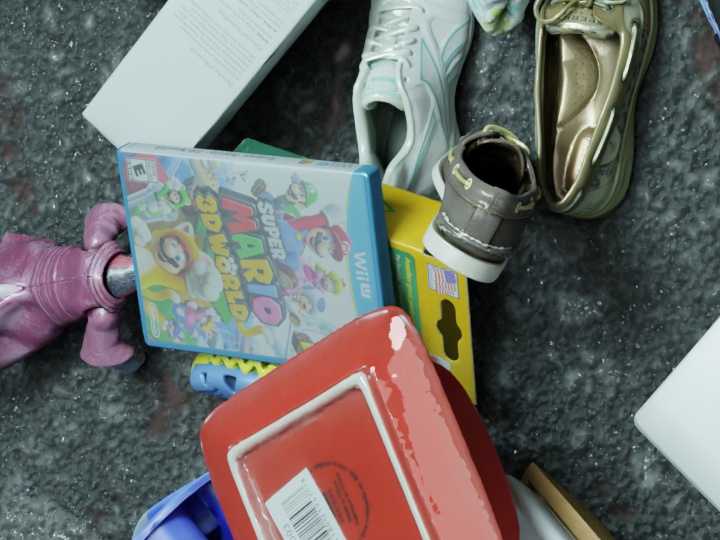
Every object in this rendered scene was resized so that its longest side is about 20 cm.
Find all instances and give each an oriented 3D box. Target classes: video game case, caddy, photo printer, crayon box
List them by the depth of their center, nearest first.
[{"bbox_3d":[0.290,0.104,1.595,0.200,0.069,0.167,46,108,20],"label":"photo printer"},{"bbox_3d":[-0.068,-0.007,1.696,0.199,0.018,0.144,7,114,31],"label":"video game case"},{"bbox_3d":[0.000,0.000,1.719,0.199,0.052,0.126,20,138,26],"label":"crayon box"},{"bbox_3d":[-0.116,0.209,1.740,0.105,0.141,0.200,44,141,17],"label":"caddy"}]

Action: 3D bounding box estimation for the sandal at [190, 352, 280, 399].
[{"bbox_3d":[-0.032,0.102,1.757,0.199,0.079,0.088,16,99,28],"label":"sandal"}]

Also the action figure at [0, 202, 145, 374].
[{"bbox_3d":[-0.212,0.004,1.817,0.199,0.148,0.135,-13,76,40],"label":"action figure"}]

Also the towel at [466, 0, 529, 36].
[{"bbox_3d":[0.088,-0.279,1.658,0.172,0.048,0.200,68,149,30],"label":"towel"}]

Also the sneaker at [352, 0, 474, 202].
[{"bbox_3d":[0.032,-0.139,1.729,0.070,0.080,0.202,-2,86,28],"label":"sneaker"}]

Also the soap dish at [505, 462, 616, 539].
[{"bbox_3d":[0.119,0.230,1.624,0.158,0.081,0.200,-65,21,10],"label":"soap dish"}]

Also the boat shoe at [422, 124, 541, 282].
[{"bbox_3d":[0.083,-0.056,1.640,0.071,0.200,0.060,28,111,-1],"label":"boat shoe"}]

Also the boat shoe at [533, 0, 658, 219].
[{"bbox_3d":[0.149,-0.135,1.678,0.073,0.063,0.202,1,89,27],"label":"boat shoe"}]

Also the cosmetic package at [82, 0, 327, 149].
[{"bbox_3d":[-0.090,-0.163,1.739,0.081,0.113,0.200,40,126,0],"label":"cosmetic package"}]

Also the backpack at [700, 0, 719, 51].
[{"bbox_3d":[0.294,-0.184,1.566,0.182,0.134,0.201,-26,78,24],"label":"backpack"}]

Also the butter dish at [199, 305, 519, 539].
[{"bbox_3d":[0.024,0.142,1.642,0.199,0.147,0.201,-32,75,34],"label":"butter dish"}]
